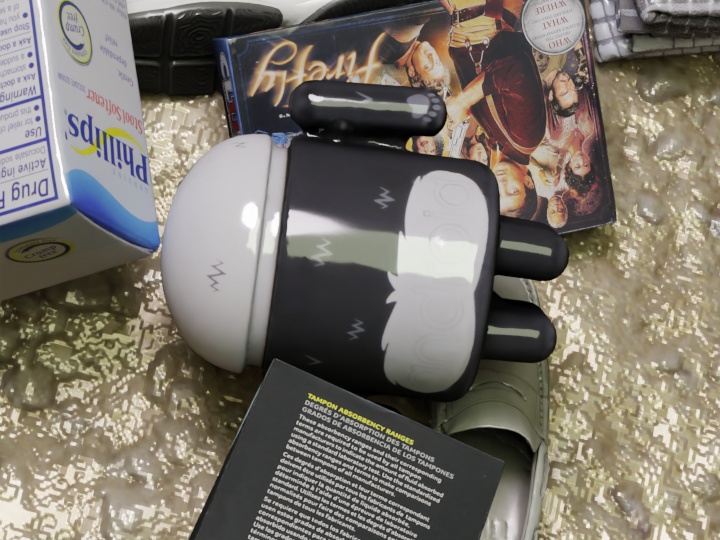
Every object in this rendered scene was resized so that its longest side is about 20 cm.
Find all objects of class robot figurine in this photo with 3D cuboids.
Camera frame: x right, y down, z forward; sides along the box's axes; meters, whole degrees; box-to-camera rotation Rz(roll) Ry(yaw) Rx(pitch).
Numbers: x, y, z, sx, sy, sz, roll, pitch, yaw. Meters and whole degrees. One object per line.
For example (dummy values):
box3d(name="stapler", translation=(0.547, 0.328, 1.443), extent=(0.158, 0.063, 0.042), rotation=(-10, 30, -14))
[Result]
box3d(name="robot figurine", translation=(0.000, -0.002, 1.324), extent=(0.199, 0.125, 0.151), rotation=(7, 57, -3))

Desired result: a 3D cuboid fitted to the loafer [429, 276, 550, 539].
box3d(name="loafer", translation=(0.069, 0.084, 1.376), extent=(0.069, 0.070, 0.201), rotation=(5, 70, -10))

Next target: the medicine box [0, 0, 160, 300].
box3d(name="medicine box", translation=(-0.211, -0.089, 1.321), extent=(0.181, 0.103, 0.201), rotation=(-15, 73, 19))

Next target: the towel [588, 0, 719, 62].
box3d(name="towel", translation=(0.219, -0.209, 1.479), extent=(0.199, 0.086, 0.167), rotation=(-5, 87, -13))

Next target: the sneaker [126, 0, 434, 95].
box3d(name="sneaker", translation=(-0.066, -0.168, 1.447), extent=(0.199, 0.076, 0.116), rotation=(-11, 60, -16))

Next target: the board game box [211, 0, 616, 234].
box3d(name="board game box", translation=(0.031, -0.074, 1.416), extent=(0.199, 0.035, 0.136), rotation=(-12, 98, -15))

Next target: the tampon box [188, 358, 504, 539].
box3d(name="tampon box", translation=(-0.035, 0.176, 1.248), extent=(0.126, 0.150, 0.201), rotation=(24, 47, 0))
